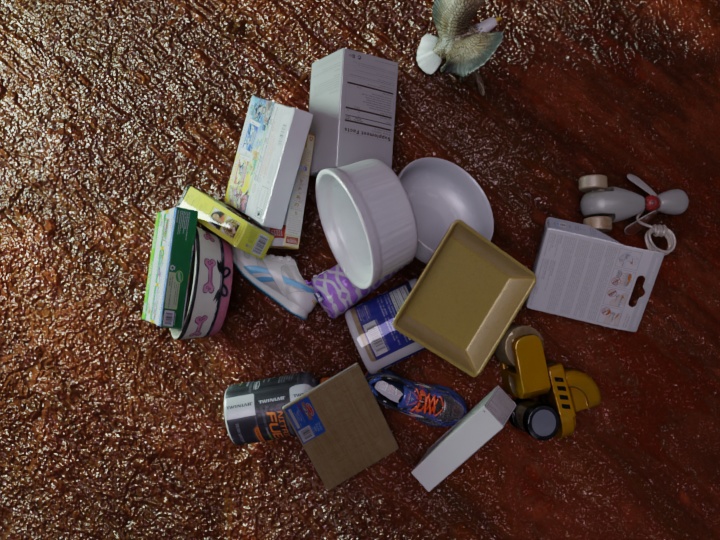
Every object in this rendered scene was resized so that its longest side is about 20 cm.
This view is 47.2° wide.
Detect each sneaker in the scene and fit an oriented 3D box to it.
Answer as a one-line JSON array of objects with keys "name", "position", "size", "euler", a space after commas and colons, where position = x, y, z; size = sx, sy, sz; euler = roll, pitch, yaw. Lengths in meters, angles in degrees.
[{"name": "sneaker", "position": [-0.160, 0.004, 1.502], "size": [0.198, 0.077, 0.082], "euler": [36, 83, 1]}, {"name": "sneaker", "position": [0.092, 0.229, 1.449], "size": [0.195, 0.078, 0.077], "euler": [14, 89, 8]}]

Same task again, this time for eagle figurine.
[{"name": "eagle figurine", "position": [0.180, -0.406, 1.417], "size": [0.150, 0.200, 0.153], "euler": [32, 91, 8]}]

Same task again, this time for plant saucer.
[{"name": "plant saucer", "position": [0.166, 0.043, 1.358], "size": [0.198, 0.048, 0.202], "euler": [31, 93, -27]}]

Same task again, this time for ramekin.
[{"name": "ramekin", "position": [0.012, -0.082, 1.342], "size": [0.096, 0.200, 0.204], "euler": [-21, 83, -19]}]

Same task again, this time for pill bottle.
[{"name": "pill bottle", "position": [-0.135, 0.241, 1.462], "size": [0.195, 0.106, 0.109], "euler": [-11, 85, 6]}, {"name": "pill bottle", "position": [0.082, 0.086, 1.437], "size": [0.196, 0.120, 0.122], "euler": [-25, 84, 1]}]

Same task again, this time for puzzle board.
[{"name": "puzzle board", "position": [-0.032, 0.272, 1.430], "size": [0.148, 0.017, 0.203], "euler": [-28, 118, -6]}]

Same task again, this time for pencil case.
[{"name": "pencil case", "position": [0.000, 0.000, 1.457], "size": [0.198, 0.084, 0.086], "euler": [-34, 74, -11]}]

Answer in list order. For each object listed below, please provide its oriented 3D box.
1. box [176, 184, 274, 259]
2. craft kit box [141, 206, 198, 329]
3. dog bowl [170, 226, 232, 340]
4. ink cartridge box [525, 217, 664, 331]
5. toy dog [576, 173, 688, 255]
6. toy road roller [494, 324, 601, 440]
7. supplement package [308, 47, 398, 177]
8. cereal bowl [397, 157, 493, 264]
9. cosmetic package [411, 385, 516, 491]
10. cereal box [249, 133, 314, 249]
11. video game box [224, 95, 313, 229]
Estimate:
[{"name": "box", "position": [-0.242, -0.088, 1.467], "size": [0.198, 0.075, 0.051], "euler": [30, 92, 39]}, {"name": "craft kit box", "position": [-0.340, -0.004, 1.462], "size": [0.047, 0.196, 0.206], "euler": [9, 88, -26]}, {"name": "dog bowl", "position": [-0.282, 0.025, 1.458], "size": [0.072, 0.199, 0.206], "euler": [9, 87, -23]}, {"name": "ink cartridge box", "position": [0.394, 0.008, 1.404], "size": [0.195, 0.048, 0.163], "euler": [12, 121, 6]}, {"name": "toy dog", "position": [0.456, -0.109, 1.434], "size": [0.196, 0.096, 0.135], "euler": [20, 86, -7]}, {"name": "toy road roller", "position": [0.320, 0.184, 1.407], "size": [0.142, 0.123, 0.205], "euler": [-14, 90, -7]}, {"name": "supplement package", "position": [-0.016, -0.266, 1.452], "size": [0.117, 0.120, 0.206], "euler": [6, 87, -32]}, {"name": "cereal bowl", "position": [0.131, -0.090, 1.437], "size": [0.196, 0.083, 0.204], "euler": [13, 59, -21]}, {"name": "cosmetic package", "position": [0.174, 0.286, 1.391], "size": [0.051, 0.082, 0.201], "euler": [45, 122, 8]}, {"name": "cereal box", "position": [-0.146, -0.142, 1.478], "size": [0.039, 0.142, 0.206], "euler": [11, 86, -36]}, {"name": "video game box", "position": [-0.165, -0.192, 1.444], "size": [0.046, 0.181, 0.205], "euler": [10, 101, -36]}]
